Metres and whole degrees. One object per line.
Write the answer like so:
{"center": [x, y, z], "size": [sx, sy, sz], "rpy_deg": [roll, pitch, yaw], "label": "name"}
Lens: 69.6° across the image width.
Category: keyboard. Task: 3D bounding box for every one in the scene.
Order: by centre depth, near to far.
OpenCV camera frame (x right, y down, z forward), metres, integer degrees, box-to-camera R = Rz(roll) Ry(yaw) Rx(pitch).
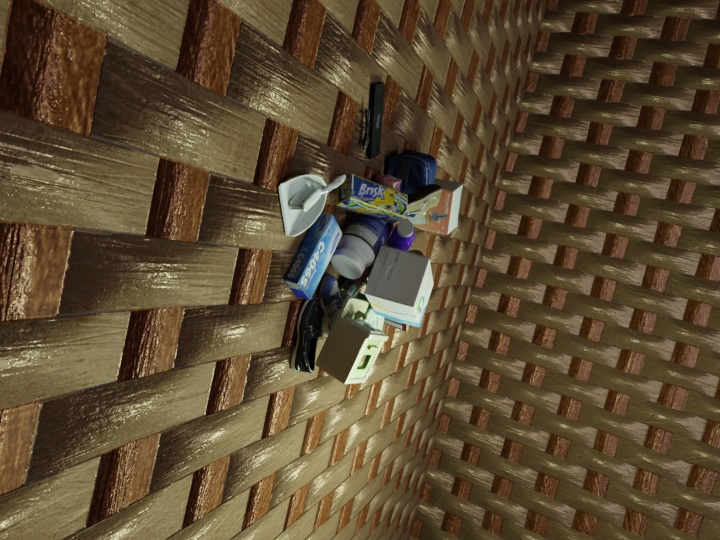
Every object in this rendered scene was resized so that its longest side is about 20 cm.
{"center": [0.033, -0.406, 1.418], "size": [0.127, 0.020, 0.203], "rpy_deg": [-46, 144, -58], "label": "keyboard"}

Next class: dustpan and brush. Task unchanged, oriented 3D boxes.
{"center": [-0.103, -0.178, 1.197], "size": [0.200, 0.057, 0.141], "rpy_deg": [-51, 147, -43], "label": "dustpan and brush"}

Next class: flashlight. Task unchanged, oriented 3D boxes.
{"center": [0.000, 0.000, 1.547], "size": [0.201, 0.067, 0.068], "rpy_deg": [-53, 176, -33], "label": "flashlight"}

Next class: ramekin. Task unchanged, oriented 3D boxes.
{"center": [-0.004, 0.168, 1.592], "size": [0.200, 0.097, 0.202], "rpy_deg": [-45, 143, -49], "label": "ramekin"}

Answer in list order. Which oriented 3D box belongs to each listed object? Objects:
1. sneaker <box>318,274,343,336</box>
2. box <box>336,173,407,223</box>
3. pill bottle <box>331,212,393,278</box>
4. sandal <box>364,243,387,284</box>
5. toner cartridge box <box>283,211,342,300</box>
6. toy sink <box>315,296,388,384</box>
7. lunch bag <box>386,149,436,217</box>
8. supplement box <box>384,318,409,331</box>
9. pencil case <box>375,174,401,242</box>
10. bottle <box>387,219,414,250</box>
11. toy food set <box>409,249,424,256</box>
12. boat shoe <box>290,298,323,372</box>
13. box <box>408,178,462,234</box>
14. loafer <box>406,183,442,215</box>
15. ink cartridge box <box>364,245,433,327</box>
{"center": [-0.063, 0.103, 1.433], "size": [0.075, 0.087, 0.202], "rpy_deg": [-44, 141, -46], "label": "sneaker"}
{"center": [0.033, -0.186, 1.366], "size": [0.198, 0.064, 0.071], "rpy_deg": [14, 71, -37], "label": "box"}
{"center": [0.004, -0.081, 1.435], "size": [0.201, 0.114, 0.116], "rpy_deg": [-58, 152, -32], "label": "pill bottle"}
{"center": [0.062, -0.044, 1.666], "size": [0.201, 0.054, 0.082], "rpy_deg": [-62, 154, -27], "label": "sandal"}
{"center": [-0.114, -0.037, 1.284], "size": [0.202, 0.043, 0.095], "rpy_deg": [-66, 157, -21], "label": "toner cartridge box"}
{"center": [-0.009, 0.187, 1.375], "size": [0.202, 0.111, 0.130], "rpy_deg": [-65, 154, 2], "label": "toy sink"}
{"center": [0.147, -0.264, 1.619], "size": [0.132, 0.134, 0.203], "rpy_deg": [-38, 139, -53], "label": "lunch bag"}
{"center": [0.148, 0.103, 1.862], "size": [0.200, 0.129, 0.104], "rpy_deg": [-51, 149, -42], "label": "supplement box"}
{"center": [0.071, -0.185, 1.564], "size": [0.087, 0.086, 0.203], "rpy_deg": [-30, 132, -58], "label": "pencil case"}
{"center": [0.115, -0.082, 1.502], "size": [0.084, 0.065, 0.200], "rpy_deg": [-56, 173, -19], "label": "bottle"}
{"center": [0.107, 0.014, 1.655], "size": [0.048, 0.197, 0.202], "rpy_deg": [35, 73, -35], "label": "toy food set"}
{"center": [-0.129, 0.173, 1.351], "size": [0.074, 0.065, 0.202], "rpy_deg": [4, 100, -67], "label": "boat shoe"}
{"center": [0.228, -0.227, 1.745], "size": [0.106, 0.198, 0.154], "rpy_deg": [-37, 136, -54], "label": "box"}
{"center": [0.160, -0.190, 1.517], "size": [0.198, 0.076, 0.068], "rpy_deg": [-24, 122, -18], "label": "loafer"}
{"center": [0.113, 0.048, 1.457], "size": [0.200, 0.144, 0.148], "rpy_deg": [62, 46, -66], "label": "ink cartridge box"}
